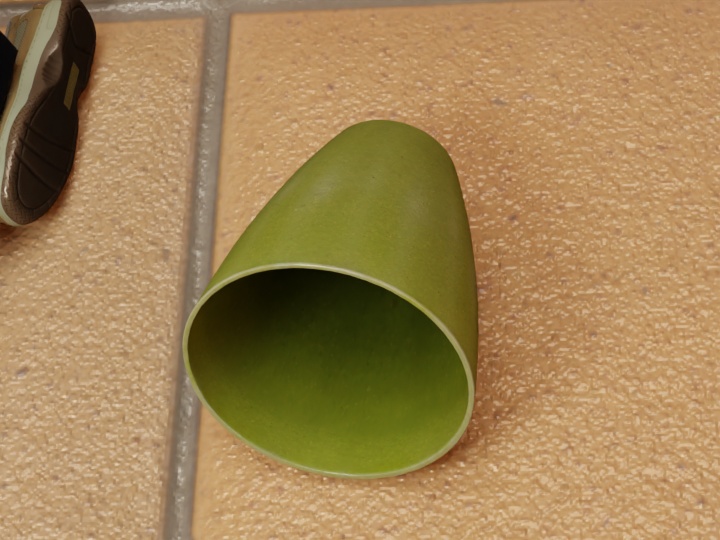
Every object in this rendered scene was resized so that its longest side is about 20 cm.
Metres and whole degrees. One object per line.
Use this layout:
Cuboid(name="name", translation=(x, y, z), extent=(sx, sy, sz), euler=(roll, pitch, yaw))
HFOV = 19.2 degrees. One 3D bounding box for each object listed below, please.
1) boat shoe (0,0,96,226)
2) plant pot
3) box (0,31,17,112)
Cuboid(name="boat shoe", translation=(-0.249, -0.112, 1.549), extent=(0.076, 0.072, 0.200), euler=(-6, 48, 20))
Cuboid(name="plant pot", translation=(0.000, 0.000, 1.390), extent=(0.187, 0.187, 0.200), euler=(6, 43, 11))
Cuboid(name="box", translation=(-0.366, -0.094, 1.480), extent=(0.200, 0.117, 0.197), euler=(-8, 54, 26))
